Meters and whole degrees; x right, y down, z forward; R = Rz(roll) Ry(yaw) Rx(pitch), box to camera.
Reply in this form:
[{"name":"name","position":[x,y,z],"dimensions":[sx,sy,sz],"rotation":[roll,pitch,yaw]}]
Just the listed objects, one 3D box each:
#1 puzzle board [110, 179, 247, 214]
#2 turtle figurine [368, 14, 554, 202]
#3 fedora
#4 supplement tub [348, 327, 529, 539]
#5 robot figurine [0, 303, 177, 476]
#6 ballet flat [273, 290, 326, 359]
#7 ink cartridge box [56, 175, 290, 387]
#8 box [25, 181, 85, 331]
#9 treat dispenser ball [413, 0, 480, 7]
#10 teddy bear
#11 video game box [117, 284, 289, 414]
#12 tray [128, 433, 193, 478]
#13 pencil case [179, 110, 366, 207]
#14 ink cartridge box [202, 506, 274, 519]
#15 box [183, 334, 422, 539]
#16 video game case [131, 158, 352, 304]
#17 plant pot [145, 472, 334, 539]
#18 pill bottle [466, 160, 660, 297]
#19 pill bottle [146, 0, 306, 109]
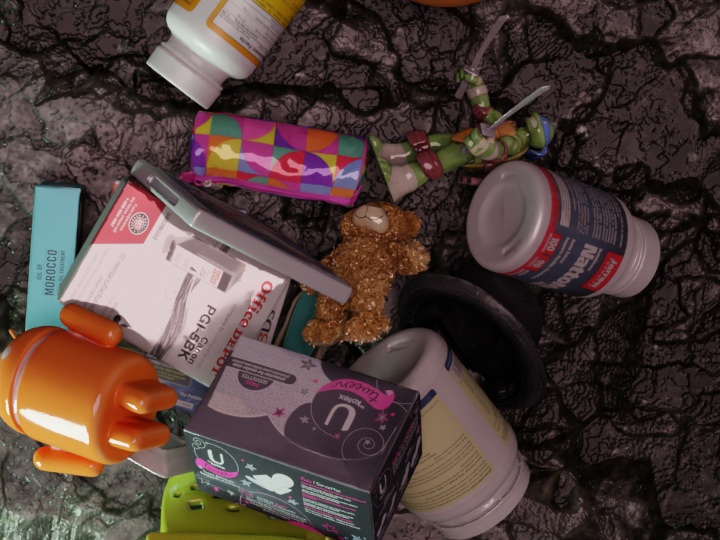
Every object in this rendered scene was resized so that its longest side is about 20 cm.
[{"name":"puzzle board","position":[-0.220,0.015,1.722],"dimensions":[0.150,0.017,0.201],"rotation":[13,94,-6]},{"name":"turtle figurine","position":[0.103,-0.165,1.671],"dimensions":[0.193,0.200,0.145],"rotation":[-20,62,2]},{"name":"fedora","position":[0.137,0.057,1.699],"dimensions":[0.200,0.200,0.092],"rotation":[42,58,-7]},{"name":"supplement tub","position":[0.079,0.177,1.682],"dimensions":[0.145,0.145,0.200],"rotation":[-38,111,0]},{"name":"robot figurine","position":[-0.282,0.124,1.553],"dimensions":[0.199,0.117,0.144],"rotation":[16,137,25]},{"name":"ballet flat","position":[-0.077,0.110,1.692],"dimensions":[0.069,0.069,0.201],"rotation":[33,67,-7]},{"name":"ink cartridge box","position":[-0.193,0.015,1.623],"dimensions":[0.199,0.083,0.147],"rotation":[30,90,-13]},{"name":"box","position":[-0.329,0.007,1.680],"dimensions":[0.049,0.082,0.201],"rotation":[4,95,-7]},{"name":"treat dispenser ball","position":[0.089,-0.374,1.617],"dimensions":[0.199,0.201,0.202],"rotation":[0,95,-4]},{"name":"teddy bear","position":[0.000,0.000,1.658],"dimensions":[0.067,0.145,0.201],"rotation":[49,61,-34]},{"name":"video game box","position":[-0.192,0.057,1.694],"dimensions":[0.199,0.047,0.183],"rotation":[16,92,-13]},{"name":"tray","position":[-0.262,0.160,1.653],"dimensions":[0.199,0.107,0.022],"rotation":[27,96,17]},{"name":"pencil case","position":[-0.093,-0.117,1.687],"dimensions":[0.199,0.088,0.089],"rotation":[6,95,-4]},{"name":"ink cartridge box","position":[-0.080,0.332,1.747],"dimensions":[0.199,0.048,0.147],"rotation":[2,95,-5]},{"name":"box","position":[-0.053,0.167,1.539],"dimensions":[0.199,0.115,0.132],"rotation":[17,54,16]},{"name":"video game case","position":[-0.123,-0.042,1.601],"dimensions":[0.199,0.182,0.023],"rotation":[29,95,-33]},{"name":"plant pot","position":[-0.120,0.328,1.611],"dimensions":[0.199,0.182,0.200],"rotation":[1,104,9]},{"name":"pill bottle","position":[0.223,-0.036,1.672],"dimensions":[0.199,0.119,0.120],"rotation":[16,95,-35]},{"name":"pill bottle","position":[-0.135,-0.275,1.654],"dimensions":[0.111,0.111,0.200],"rotation":[37,92,-7]}]
